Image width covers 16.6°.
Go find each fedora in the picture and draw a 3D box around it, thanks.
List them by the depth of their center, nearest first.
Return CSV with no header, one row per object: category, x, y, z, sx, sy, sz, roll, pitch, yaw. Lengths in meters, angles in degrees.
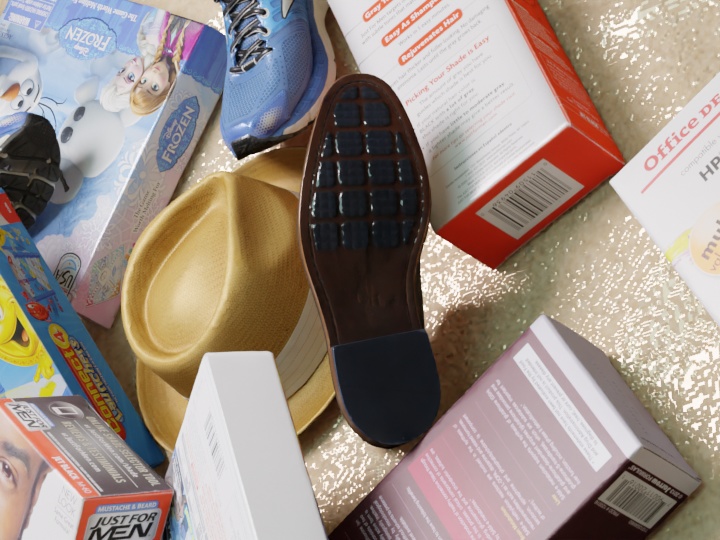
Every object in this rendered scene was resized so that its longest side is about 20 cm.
fedora,-0.078,0.010,1.426,0.200,0.082,0.201,-19,58,32

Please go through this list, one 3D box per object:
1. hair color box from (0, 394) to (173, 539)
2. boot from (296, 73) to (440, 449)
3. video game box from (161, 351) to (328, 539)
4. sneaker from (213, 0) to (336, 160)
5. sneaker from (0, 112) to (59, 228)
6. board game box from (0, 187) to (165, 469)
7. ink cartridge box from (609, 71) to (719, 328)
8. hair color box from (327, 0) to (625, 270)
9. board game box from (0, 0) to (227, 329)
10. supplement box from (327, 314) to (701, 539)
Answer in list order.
hair color box,-0.178,0.184,1.386,0.111,0.064,0.201,39,120,45
boot,0.000,0.000,1.330,0.074,0.097,0.201,-3,80,-7
video game box,-0.061,0.176,1.292,0.182,0.047,0.200,114,147,-45
sneaker,-0.064,-0.155,1.479,0.078,0.089,0.200,-21,48,33
sneaker,-0.272,-0.052,1.559,0.200,0.078,0.089,-31,57,29
board game box,-0.250,0.086,1.489,0.200,0.056,0.196,-35,83,23
ink cartridge box,0.205,-0.035,1.219,0.115,0.068,0.200,-45,47,13
hair color box,0.061,-0.110,1.384,0.101,0.061,0.200,-38,50,20
board game box,-0.192,-0.083,1.599,0.200,0.043,0.200,20,84,44
supplement box,0.065,0.134,1.258,0.200,0.061,0.109,-46,46,12
